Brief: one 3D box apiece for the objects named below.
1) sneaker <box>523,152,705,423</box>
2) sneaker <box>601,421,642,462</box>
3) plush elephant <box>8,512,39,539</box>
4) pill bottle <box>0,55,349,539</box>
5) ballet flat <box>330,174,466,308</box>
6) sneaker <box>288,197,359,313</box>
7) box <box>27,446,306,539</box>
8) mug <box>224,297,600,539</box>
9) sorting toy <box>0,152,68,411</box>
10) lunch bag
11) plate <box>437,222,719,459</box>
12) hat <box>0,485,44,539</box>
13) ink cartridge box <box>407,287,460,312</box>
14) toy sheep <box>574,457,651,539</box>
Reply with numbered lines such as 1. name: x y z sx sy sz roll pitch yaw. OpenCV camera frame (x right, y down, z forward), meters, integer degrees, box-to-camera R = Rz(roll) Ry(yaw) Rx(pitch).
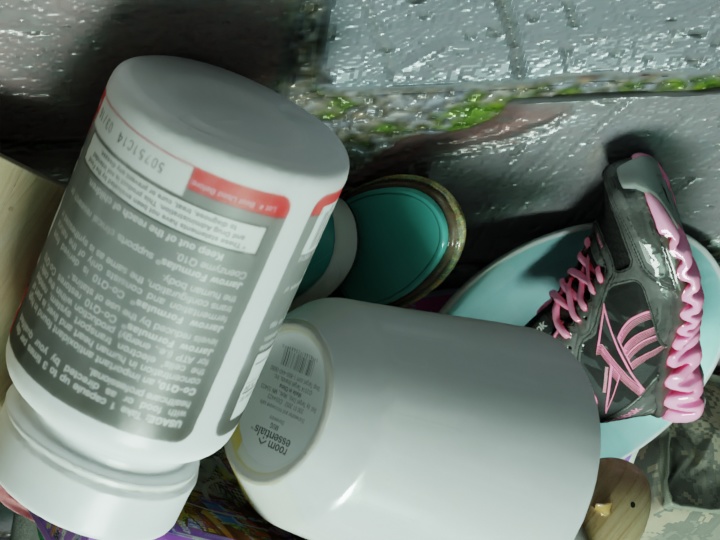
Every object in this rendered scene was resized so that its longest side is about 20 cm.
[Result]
1. sneaker: 0.133 0.020 1.156 0.095 0.079 0.200 -9 138 2
2. sneaker: 0.097 0.142 1.360 0.114 0.073 0.200 41 132 -4
3. plush elephant: -0.279 0.230 1.455 0.165 0.200 0.155 -3 174 -25
4. pill bottle: -0.093 0.014 0.978 0.114 0.114 0.200 11 114 -33
5. ballet flat: 0.000 0.000 1.145 0.071 0.071 0.200 13 148 -36
6. sneaker: -0.109 0.014 1.108 0.121 0.084 0.200 13 141 -45
7. box: -0.104 0.122 1.113 0.137 0.039 0.200 18 -172 -24
8. mug: 0.003 0.092 1.088 0.153 0.150 0.187 20 136 -39
9. sorting toy: -0.244 0.016 0.987 0.199 0.200 0.070 28 -177 -45
10. lunch bag: 0.229 0.150 1.444 0.200 0.118 0.164 14 148 -29
11. plate: 0.116 0.046 1.236 0.200 0.026 0.200 -13 132 -15
12. hat: -0.171 0.170 1.271 0.176 0.200 0.166 -29 -179 -33
13. ink cartridge box: -0.029 0.060 1.283 0.200 0.042 0.119 -5 154 0
14. toy sheep: 0.069 0.158 1.202 0.200 0.138 0.138 -26 151 12
